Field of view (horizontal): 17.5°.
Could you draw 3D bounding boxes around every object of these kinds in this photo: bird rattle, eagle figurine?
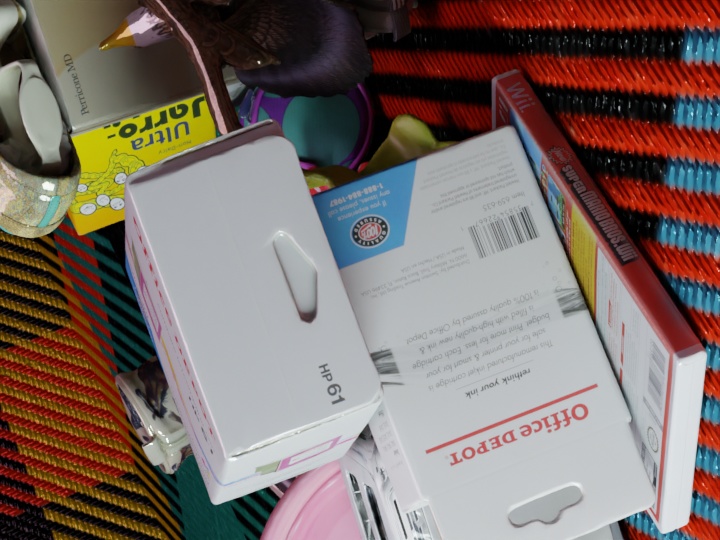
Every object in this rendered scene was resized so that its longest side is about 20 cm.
[{"bbox_3d":[0.000,0.000,1.362,0.200,0.112,0.165,124,139,-70],"label":"bird rattle"},{"bbox_3d":[-0.073,-0.154,1.251,0.200,0.150,0.153,-42,-42,-70],"label":"eagle figurine"}]

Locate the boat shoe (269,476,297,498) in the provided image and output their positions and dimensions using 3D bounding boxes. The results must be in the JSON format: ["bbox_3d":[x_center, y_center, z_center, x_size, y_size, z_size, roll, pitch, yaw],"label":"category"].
[{"bbox_3d":[-0.043,0.053,1.446,0.063,0.072,0.201,110,151,-54],"label":"boat shoe"}]

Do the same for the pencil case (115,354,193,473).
[{"bbox_3d":[-0.076,0.071,1.644,0.089,0.199,0.078,33,145,60],"label":"pencil case"}]

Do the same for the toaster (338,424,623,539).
[{"bbox_3d":[0.071,0.138,1.287,0.114,0.128,0.202,-154,45,-73],"label":"toaster"}]

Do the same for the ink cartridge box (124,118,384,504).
[{"bbox_3d":[-0.058,0.027,1.163,0.200,0.084,0.146,118,131,-76],"label":"ink cartridge box"}]

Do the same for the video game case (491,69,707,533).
[{"bbox_3d":[0.115,0.015,1.169,0.144,0.017,0.201,86,160,-50],"label":"video game case"}]

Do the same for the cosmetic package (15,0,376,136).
[{"bbox_3d":[-0.099,-0.157,1.395,0.071,0.199,0.106,175,75,-76],"label":"cosmetic package"}]

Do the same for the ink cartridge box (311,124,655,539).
[{"bbox_3d":[0.055,0.044,1.160,0.067,0.115,0.202,132,118,-76],"label":"ink cartridge box"}]

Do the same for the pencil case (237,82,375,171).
[{"bbox_3d":[-0.048,-0.080,1.547,0.085,0.093,0.200,27,169,-5],"label":"pencil case"}]

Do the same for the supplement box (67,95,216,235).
[{"bbox_3d":[-0.166,-0.139,1.531,0.201,0.108,0.110,87,159,-52],"label":"supplement box"}]

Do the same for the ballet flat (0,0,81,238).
[{"bbox_3d":[-0.211,-0.117,1.352,0.071,0.070,0.201,105,144,-68],"label":"ballet flat"}]

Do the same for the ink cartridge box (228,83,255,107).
[{"bbox_3d":[-0.102,-0.218,1.579,0.146,0.082,0.202,148,102,-77],"label":"ink cartridge box"}]

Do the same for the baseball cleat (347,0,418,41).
[{"bbox_3d":[-0.028,-0.201,1.326,0.107,0.069,0.201,84,162,-45],"label":"baseball cleat"}]

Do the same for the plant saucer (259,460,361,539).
[{"bbox_3d":[0.032,0.189,1.366,0.051,0.199,0.202,176,74,-81],"label":"plant saucer"}]
